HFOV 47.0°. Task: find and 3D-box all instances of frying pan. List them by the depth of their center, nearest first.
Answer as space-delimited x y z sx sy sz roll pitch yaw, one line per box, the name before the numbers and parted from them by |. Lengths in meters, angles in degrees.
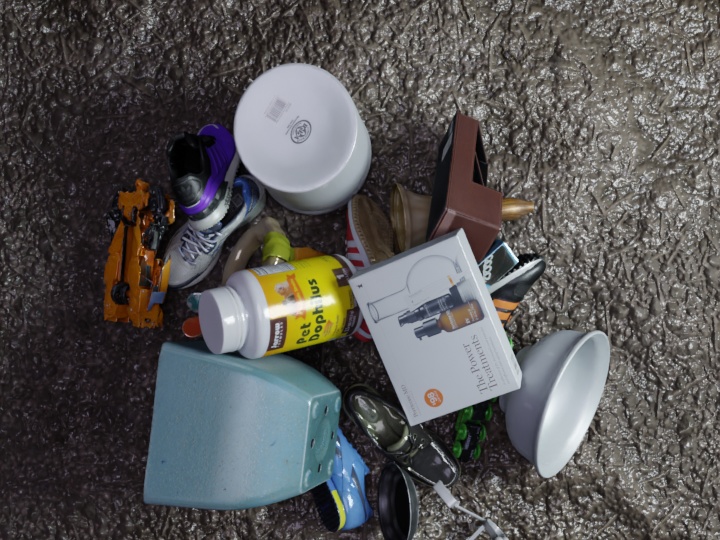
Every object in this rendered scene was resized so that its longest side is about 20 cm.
frying pan | 0.049 0.359 1.122 0.030 0.115 0.194 1 90 -21

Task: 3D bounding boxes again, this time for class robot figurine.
robot figurine | -0.309 -0.026 1.157 0.143 0.058 0.204 6 88 43

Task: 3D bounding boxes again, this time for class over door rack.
over door rack | 0.108 0.375 1.078 0.148 0.200 0.067 -45 47 0

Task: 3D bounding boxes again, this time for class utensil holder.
utensil holder | -0.072 -0.168 1.095 0.166 0.200 0.174 0 89 3

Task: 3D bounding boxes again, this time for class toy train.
toy train | 0.158 0.165 1.115 0.041 0.057 0.203 6 112 -17

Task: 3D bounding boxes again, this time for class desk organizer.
desk organizer | 0.141 -0.112 1.085 0.076 0.072 0.202 18 47 -7

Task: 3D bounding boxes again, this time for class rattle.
rattle | -0.142 0.033 1.179 0.201 0.142 0.130 -53 53 16

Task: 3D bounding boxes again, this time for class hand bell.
hand bell | 0.146 -0.077 1.147 0.196 0.104 0.106 -5 88 -9

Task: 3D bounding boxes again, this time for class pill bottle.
pill bottle | -0.099 0.047 1.045 0.197 0.109 0.111 -11 87 -33

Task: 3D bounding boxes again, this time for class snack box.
snack box | 0.114 0.033 1.118 0.199 0.116 0.037 -42 100 1

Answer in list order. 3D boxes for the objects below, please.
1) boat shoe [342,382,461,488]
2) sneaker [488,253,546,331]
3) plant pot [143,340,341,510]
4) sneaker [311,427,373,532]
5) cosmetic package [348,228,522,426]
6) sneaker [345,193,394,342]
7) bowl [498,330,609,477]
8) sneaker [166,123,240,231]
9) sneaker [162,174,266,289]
boat shoe | 0.054 0.234 1.142 0.200 0.066 0.072 40 91 4
sneaker | 0.183 0.059 1.145 0.199 0.070 0.091 -35 101 2
plant pot | -0.135 0.203 1.069 0.196 0.195 0.200 7 89 18
sneaker | -0.037 0.258 1.158 0.077 0.066 0.203 -9 73 -35
cosmetic package | 0.093 0.071 1.017 0.149 0.052 0.203 -22 97 20
sneaker | 0.000 0.000 1.150 0.070 0.113 0.203 9 52 -35
bowl | 0.245 0.160 1.090 0.089 0.200 0.204 23 89 34
sneaker | -0.215 -0.155 1.109 0.069 0.202 0.100 -21 131 14
sneaker | -0.218 -0.059 1.158 0.077 0.085 0.201 40 92 4
